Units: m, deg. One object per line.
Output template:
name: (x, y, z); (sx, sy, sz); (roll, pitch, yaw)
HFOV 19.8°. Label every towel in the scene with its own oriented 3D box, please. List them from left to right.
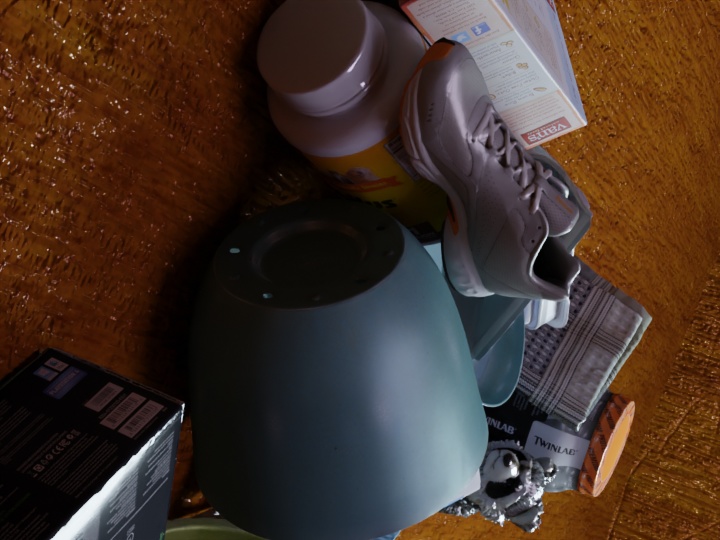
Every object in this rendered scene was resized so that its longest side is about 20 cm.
towel: (0.158, 0.035, 1.873); (0.200, 0.192, 0.035); (-49, 172, -49)

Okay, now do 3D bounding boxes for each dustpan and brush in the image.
dustpan and brush: (0.094, -0.043, 1.453); (0.140, 0.057, 0.200); (-52, -164, 22)

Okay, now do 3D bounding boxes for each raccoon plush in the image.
raccoon plush: (0.097, 0.189, 1.872); (0.200, 0.134, 0.097); (128, -18, -80)

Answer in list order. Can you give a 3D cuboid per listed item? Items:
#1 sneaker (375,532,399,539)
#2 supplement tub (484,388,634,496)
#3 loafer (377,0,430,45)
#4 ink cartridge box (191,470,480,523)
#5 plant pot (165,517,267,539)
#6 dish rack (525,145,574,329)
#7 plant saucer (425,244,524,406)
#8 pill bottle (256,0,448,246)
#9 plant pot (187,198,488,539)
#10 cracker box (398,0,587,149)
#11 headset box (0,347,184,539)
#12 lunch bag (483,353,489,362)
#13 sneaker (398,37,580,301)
sneaker: (-0.050, 0.237, 1.658); (0.200, 0.077, 0.081); (-31, -179, -40)
supplement tub: (0.144, 0.128, 1.911); (0.123, 0.200, 0.123); (-55, 158, -36)
loafer: (0.041, -0.164, 1.481); (0.200, 0.063, 0.072); (-69, 162, 1)
ink cartridge box: (-0.025, 0.138, 1.484); (0.116, 0.200, 0.067); (-6, 90, -73)
plant pot: (-0.113, 0.306, 1.417); (0.200, 0.200, 0.190); (-44, 164, -53)
dish rack: (0.103, -0.048, 1.675); (0.043, 0.172, 0.200); (-30, 147, -21)
plant saucer: (0.072, 0.003, 1.525); (0.200, 0.027, 0.201); (37, 48, -55)
pill bottle: (0.011, -0.102, 1.347); (0.109, 0.109, 0.200); (-64, 147, -13)
plant pot: (-0.023, 0.051, 1.346); (0.201, 0.200, 0.161); (-51, 142, -45)
cracker box: (0.079, -0.186, 1.381); (0.200, 0.058, 0.134); (43, 30, -52)
headset box: (-0.187, 0.176, 1.143); (0.174, 0.093, 0.200); (-46, 152, -52)
lunch bag: (0.022, 0.081, 1.656); (0.200, 0.094, 0.151); (-47, -167, 47)
sneaker: (0.091, -0.061, 1.295); (0.076, 0.092, 0.200); (-54, 139, -32)
